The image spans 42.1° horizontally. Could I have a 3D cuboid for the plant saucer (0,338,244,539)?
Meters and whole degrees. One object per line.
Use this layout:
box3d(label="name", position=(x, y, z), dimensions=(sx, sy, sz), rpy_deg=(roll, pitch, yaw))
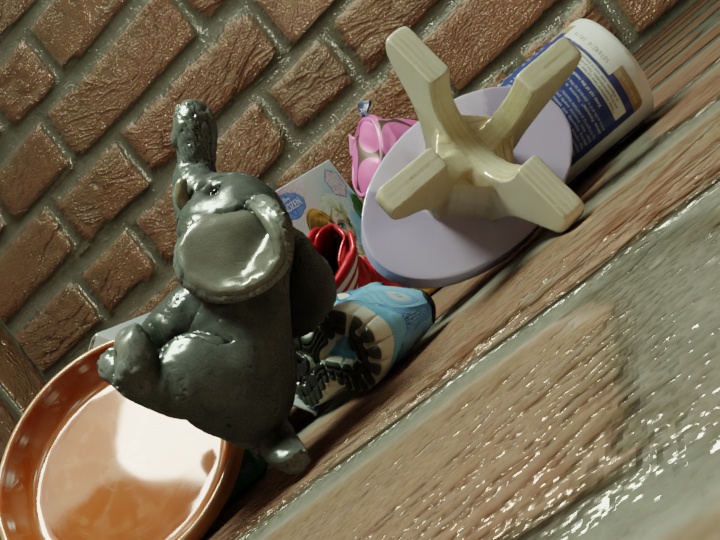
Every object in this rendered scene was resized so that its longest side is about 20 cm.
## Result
box3d(label="plant saucer", position=(-0.175, 0.139, 0.693), dimensions=(0.199, 0.200, 0.033), rpy_deg=(-40, -40, -10))

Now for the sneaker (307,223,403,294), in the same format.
box3d(label="sneaker", position=(0.000, 0.000, 0.884), dimensions=(0.076, 0.118, 0.201), rpy_deg=(3, 26, 12))

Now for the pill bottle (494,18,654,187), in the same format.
box3d(label="pill bottle", position=(0.152, -0.118, 0.832), dimensions=(0.199, 0.112, 0.111), rpy_deg=(-40, 1, 0))

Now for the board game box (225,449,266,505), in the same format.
box3d(label="board game box", position=(-0.133, 0.183, 0.792), dimensions=(0.134, 0.029, 0.200), rpy_deg=(-40, 1, -2))

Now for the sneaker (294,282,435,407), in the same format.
box3d(label="sneaker", position=(-0.006, 0.053, 0.733), dimensions=(0.089, 0.080, 0.199), rpy_deg=(-26, 7, -29))

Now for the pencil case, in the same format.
box3d(label="pencil case", position=(0.088, -0.113, 0.924), dimensions=(0.195, 0.093, 0.094), rpy_deg=(2, 10, -20))

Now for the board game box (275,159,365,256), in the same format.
box3d(label="board game box", position=(-0.031, -0.026, 1.170), dimensions=(0.041, 0.201, 0.200), rpy_deg=(-37, 3, 30))

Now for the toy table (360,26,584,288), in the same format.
box3d(label="toy table", position=(0.084, -0.086, 0.691), dimensions=(0.201, 0.182, 0.118), rpy_deg=(-51, -11, -17))

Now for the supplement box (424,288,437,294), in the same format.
box3d(label="supplement box", position=(0.106, -0.051, 0.990), dimensions=(0.068, 0.067, 0.200), rpy_deg=(-34, 6, 41))

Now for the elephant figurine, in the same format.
box3d(label="elephant figurine", position=(-0.082, 0.000, 0.618), dimensions=(0.204, 0.153, 0.141), rpy_deg=(-67, 17, -7))

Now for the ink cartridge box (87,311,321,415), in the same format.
box3d(label="ink cartridge box", position=(-0.126, 0.094, 0.854), dimensions=(0.196, 0.196, 0.044), rpy_deg=(-40, -29, -85))
